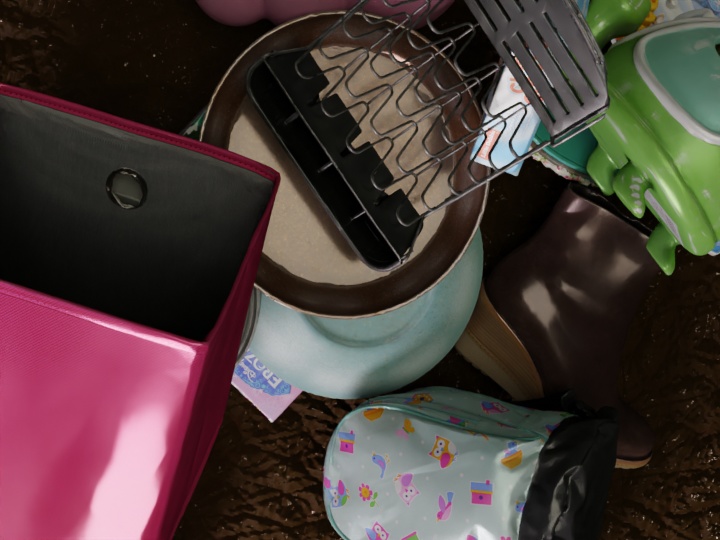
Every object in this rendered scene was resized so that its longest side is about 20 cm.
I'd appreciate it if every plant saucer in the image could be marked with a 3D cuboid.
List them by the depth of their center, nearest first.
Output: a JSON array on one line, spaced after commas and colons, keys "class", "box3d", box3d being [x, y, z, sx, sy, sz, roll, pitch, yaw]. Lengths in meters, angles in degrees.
[{"class": "plant saucer", "box3d": [-0.011, -0.070, 0.701, 0.197, 0.034, 0.204, -1, 94, -10]}, {"class": "plant saucer", "box3d": [0.000, 0.000, 0.750, 0.197, 0.039, 0.205, -2, 101, -11]}]

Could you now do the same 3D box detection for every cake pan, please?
[{"class": "cake pan", "box3d": [-0.169, 0.017, 0.724, 0.197, 0.037, 0.203, 3, 117, 6]}]

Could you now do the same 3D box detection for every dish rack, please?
[{"class": "dish rack", "box3d": [0.040, -0.105, 0.608, 0.199, 0.055, 0.154, -30, 99, 42]}]

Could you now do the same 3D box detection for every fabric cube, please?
[{"class": "fabric cube", "box3d": [-0.172, 0.040, 0.603, 0.193, 0.201, 0.202, 16, 120, -1]}]

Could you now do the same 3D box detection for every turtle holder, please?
[{"class": "turtle holder", "box3d": [0.211, -0.105, 0.699, 0.131, 0.186, 0.141, -36, 125, 11]}]

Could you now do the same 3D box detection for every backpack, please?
[{"class": "backpack", "box3d": [0.074, 0.155, 0.756, 0.197, 0.126, 0.170, 14, 91, 30]}]

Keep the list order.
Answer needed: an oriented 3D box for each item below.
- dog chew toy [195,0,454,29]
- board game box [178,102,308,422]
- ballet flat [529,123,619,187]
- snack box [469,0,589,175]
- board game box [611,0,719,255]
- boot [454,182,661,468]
[{"class": "dog chew toy", "box3d": [-0.027, -0.218, 0.711, 0.196, 0.125, 0.127, -10, 102, -1]}, {"class": "board game box", "box3d": [-0.067, -0.028, 0.773, 0.200, 0.041, 0.200, -46, 104, 0]}, {"class": "ballet flat", "box3d": [0.201, -0.092, 0.801, 0.197, 0.064, 0.077, 9, 78, -13]}, {"class": "snack box", "box3d": [0.122, -0.169, 0.689, 0.037, 0.201, 0.117, 19, 134, 2]}, {"class": "board game box", "box3d": [0.306, -0.140, 0.789, 0.198, 0.026, 0.203, -22, 86, -16]}, {"class": "boot", "box3d": [0.187, 0.049, 0.796, 0.199, 0.073, 0.167, 35, 116, -7]}]
